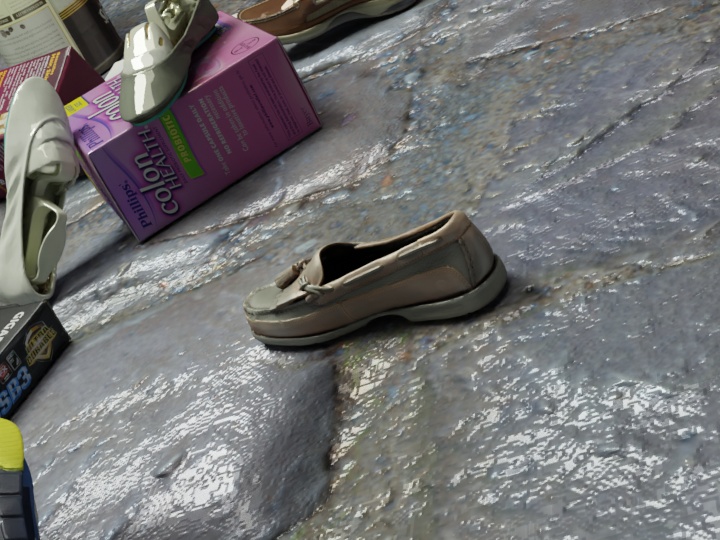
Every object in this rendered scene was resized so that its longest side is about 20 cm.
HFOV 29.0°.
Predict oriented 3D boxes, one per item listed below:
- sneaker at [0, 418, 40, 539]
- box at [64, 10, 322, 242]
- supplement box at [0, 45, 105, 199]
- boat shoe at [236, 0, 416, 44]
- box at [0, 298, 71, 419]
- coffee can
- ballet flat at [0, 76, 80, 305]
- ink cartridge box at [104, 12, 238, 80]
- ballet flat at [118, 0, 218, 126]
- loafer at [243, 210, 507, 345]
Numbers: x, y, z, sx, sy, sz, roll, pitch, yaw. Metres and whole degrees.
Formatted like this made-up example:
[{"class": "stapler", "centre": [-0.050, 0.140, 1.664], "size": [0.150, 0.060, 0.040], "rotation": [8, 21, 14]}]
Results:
[{"class": "sneaker", "centre": [-0.219, 0.185, 0.815], "size": [0.073, 0.083, 0.201], "rotation": [-2, 46, -7]}, {"class": "box", "centre": [-0.165, -0.140, 1.294], "size": [0.199, 0.097, 0.176], "rotation": [-34, 27, -9]}, {"class": "supplement box", "centre": [-0.369, -0.150, 1.489], "size": [0.198, 0.086, 0.111], "rotation": [-11, 51, 31]}, {"class": "boat shoe", "centre": [-0.037, -0.291, 1.432], "size": [0.198, 0.072, 0.076], "rotation": [-17, 35, 4]}, {"class": "box", "centre": [-0.356, 0.110, 1.096], "size": [0.197, 0.050, 0.201], "rotation": [-11, 32, 34]}, {"class": "coffee can", "centre": [-0.407, -0.333, 1.752], "size": [0.145, 0.201, 0.147], "rotation": [-22, 27, 12]}, {"class": "ballet flat", "centre": [-0.275, -0.066, 1.212], "size": [0.069, 0.203, 0.069], "rotation": [8, 0, 0]}, {"class": "ink cartridge box", "centre": [-0.186, -0.245, 1.558], "size": [0.198, 0.045, 0.177], "rotation": [-17, 30, 22]}, {"class": "ballet flat", "centre": [-0.180, -0.199, 1.233], "size": [0.067, 0.064, 0.201], "rotation": [-16, 29, 23]}, {"class": "loafer", "centre": [0.000, 0.000, 0.924], "size": [0.198, 0.063, 0.072], "rotation": [-10, 32, 32]}]
